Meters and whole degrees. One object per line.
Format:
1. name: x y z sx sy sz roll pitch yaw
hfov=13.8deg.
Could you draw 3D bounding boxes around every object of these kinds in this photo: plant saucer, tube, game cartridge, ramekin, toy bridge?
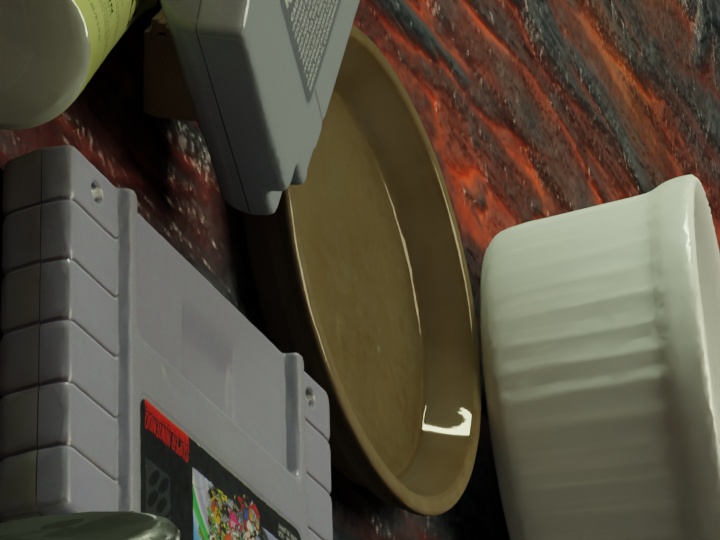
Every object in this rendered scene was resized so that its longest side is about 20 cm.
1. plant saucer: 0.000 0.000 1.173 0.200 0.029 0.201 -14 90 -71
2. tube: -0.093 -0.098 0.951 0.200 0.052 0.058 -75 -172 -71
3. game cartridge: -0.057 0.060 0.971 0.200 0.038 0.130 47 31 -55
4. ramekin: 0.116 0.064 1.310 0.200 0.097 0.202 -8 90 -79
5. toy bridge: -0.041 -0.118 1.106 0.200 0.027 0.068 -58 153 -64
6. game cartridge: -0.022 -0.137 1.029 0.134 0.040 0.201 82 20 -59

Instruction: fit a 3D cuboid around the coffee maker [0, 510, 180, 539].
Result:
1. coffee maker: -0.088 0.173 0.656 0.192 0.134 0.201 -42 116 -67
